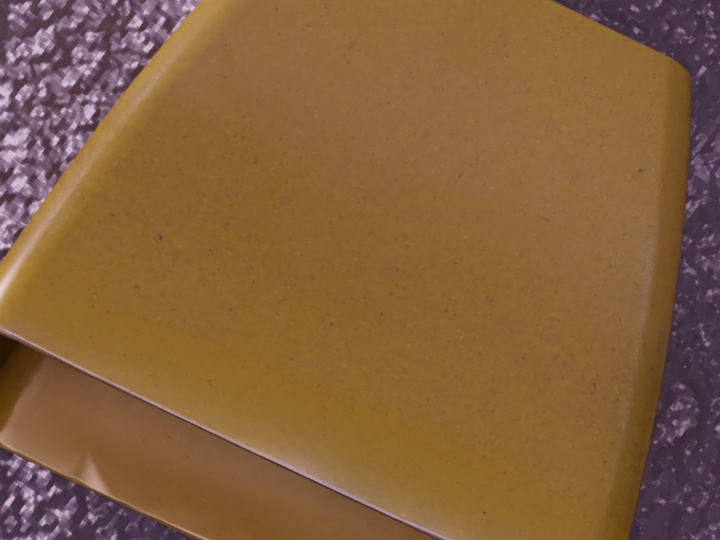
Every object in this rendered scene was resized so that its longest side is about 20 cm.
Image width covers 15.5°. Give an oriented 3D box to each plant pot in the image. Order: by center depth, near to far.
[{"bbox_3d":[0.000,0.000,0.850,0.200,0.200,0.177,25,74,-3],"label":"plant pot"}]
